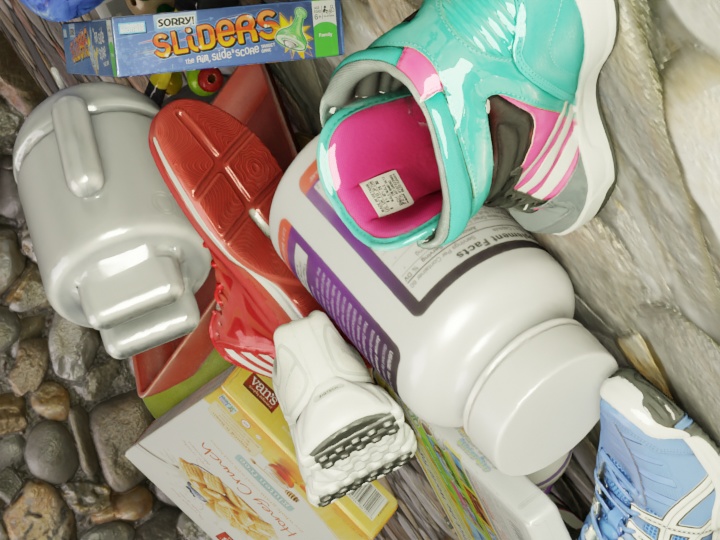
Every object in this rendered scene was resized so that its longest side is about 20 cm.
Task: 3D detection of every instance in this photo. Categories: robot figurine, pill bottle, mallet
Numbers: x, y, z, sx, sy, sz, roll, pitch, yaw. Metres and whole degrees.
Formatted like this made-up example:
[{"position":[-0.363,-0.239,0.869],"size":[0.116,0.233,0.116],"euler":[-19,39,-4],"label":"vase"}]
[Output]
[{"position":[-0.166,-0.043,1.026],"size":[0.170,0.112,0.201],"euler":[79,170,-59],"label":"robot figurine"},{"position":[0.045,0.012,0.836],"size":[0.200,0.111,0.112],"euler":[48,168,34],"label":"pill bottle"},{"position":[-0.137,-0.135,1.110],"size":[0.066,0.041,0.202],"euler":[38,121,35],"label":"mallet"}]

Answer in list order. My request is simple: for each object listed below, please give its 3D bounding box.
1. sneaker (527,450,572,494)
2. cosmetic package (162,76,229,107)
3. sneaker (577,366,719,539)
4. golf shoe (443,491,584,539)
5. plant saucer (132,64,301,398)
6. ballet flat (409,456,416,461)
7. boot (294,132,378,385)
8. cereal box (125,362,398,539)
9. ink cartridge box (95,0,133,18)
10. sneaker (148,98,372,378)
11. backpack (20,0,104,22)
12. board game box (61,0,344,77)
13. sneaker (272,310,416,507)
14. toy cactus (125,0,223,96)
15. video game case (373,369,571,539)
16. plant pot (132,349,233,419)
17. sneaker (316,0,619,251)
[{"position":[0.108,0.115,1.021],"size":[0.115,0.073,0.200],"euler":[50,177,-21],"label":"sneaker"},{"position":[-0.120,-0.100,1.306],"size":[0.107,0.090,0.200],"euler":[58,166,-17],"label":"cosmetic package"},{"position":[0.154,0.132,0.815],"size":[0.076,0.077,0.201],"euler":[46,165,47],"label":"sneaker"},{"position":[0.154,0.207,1.118],"size":[0.200,0.077,0.088],"euler":[44,-162,15],"label":"golf shoe"},{"position":[-0.101,-0.033,1.098],"size":[0.036,0.200,0.201],"euler":[26,-157,-29],"label":"plant saucer"},{"position":[0.052,0.109,1.279],"size":[0.046,0.068,0.201],"euler":[17,153,15],"label":"ballet flat"},{"position":[0.000,0.000,1.065],"size":[0.200,0.065,0.177],"euler":[-154,59,-67],"label":"boot"},{"position":[-0.074,0.144,1.079],"size":[0.144,0.040,0.200],"euler":[45,147,-6],"label":"cereal box"},{"position":[-0.228,-0.294,1.345],"size":[0.201,0.047,0.161],"euler":[-109,-6,-53],"label":"ink cartridge box"},{"position":[-0.082,-0.003,0.948],"size":[0.115,0.078,0.201],"euler":[-25,107,44],"label":"sneaker"},{"position":[-0.190,-0.249,0.947],"size":[0.168,0.162,0.201],"euler":[45,165,28],"label":"backpack"},{"position":[-0.103,-0.143,0.954],"size":[0.200,0.134,0.035],"euler":[-158,61,-69],"label":"board game box"},{"position":[-0.014,0.082,0.906],"size":[0.082,0.075,0.200],"euler":[60,170,19],"label":"sneaker"},{"position":[-0.169,-0.213,1.198],"size":[0.200,0.102,0.165],"euler":[47,179,-1],"label":"toy cactus"},{"position":[0.091,0.163,0.922],"size":[0.182,0.023,0.201],"euler":[41,162,54],"label":"video game case"},{"position":[-0.047,0.079,1.160],"size":[0.199,0.187,0.188],"euler":[27,151,55],"label":"plant pot"},{"position":[0.043,-0.047,0.634],"size":[0.084,0.120,0.201],"euler":[49,168,26],"label":"sneaker"}]
